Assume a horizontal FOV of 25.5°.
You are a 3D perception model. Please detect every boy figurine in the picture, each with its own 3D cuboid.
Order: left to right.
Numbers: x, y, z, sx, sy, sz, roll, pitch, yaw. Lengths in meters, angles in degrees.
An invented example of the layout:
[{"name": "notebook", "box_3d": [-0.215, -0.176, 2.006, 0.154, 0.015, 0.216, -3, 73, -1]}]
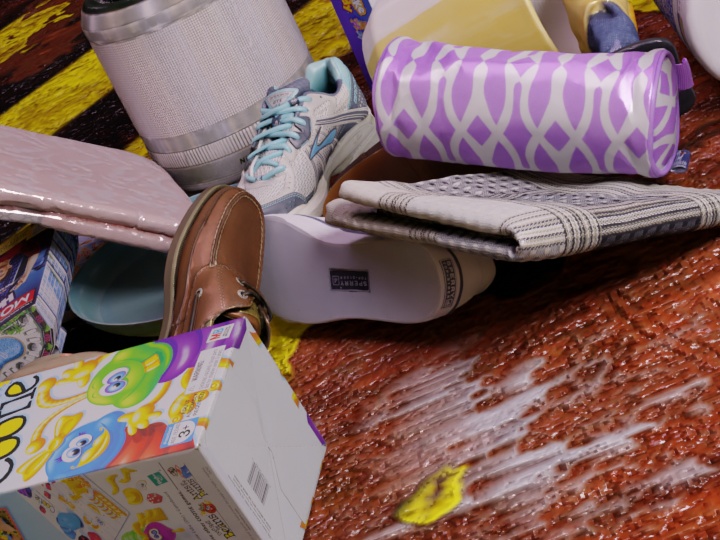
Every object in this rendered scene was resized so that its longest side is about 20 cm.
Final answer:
[{"name": "boy figurine", "box_3d": [0.178, -0.174, 1.114, 0.064, 0.124, 0.200, -23, 36, 14]}]

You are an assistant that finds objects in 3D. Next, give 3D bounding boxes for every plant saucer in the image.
[{"name": "plant saucer", "box_3d": [-0.120, -0.006, 1.182, 0.200, 0.027, 0.200, -17, 26, 8]}]

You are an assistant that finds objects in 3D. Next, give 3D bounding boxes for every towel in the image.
[{"name": "towel", "box_3d": [-0.216, -0.063, 1.188, 0.190, 0.032, 0.200, 11, 16, -24]}, {"name": "towel", "box_3d": [0.102, -0.042, 0.953, 0.192, 0.035, 0.200, -10, 13, -34]}]

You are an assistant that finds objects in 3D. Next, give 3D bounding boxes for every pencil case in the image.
[{"name": "pencil case", "box_3d": [0.107, -0.107, 1.003, 0.199, 0.084, 0.086, 7, 51, 21]}]

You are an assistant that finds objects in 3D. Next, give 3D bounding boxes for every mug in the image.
[{"name": "mug", "box_3d": [0.081, -0.173, 1.200, 0.153, 0.150, 0.187, -22, 17, 27]}]

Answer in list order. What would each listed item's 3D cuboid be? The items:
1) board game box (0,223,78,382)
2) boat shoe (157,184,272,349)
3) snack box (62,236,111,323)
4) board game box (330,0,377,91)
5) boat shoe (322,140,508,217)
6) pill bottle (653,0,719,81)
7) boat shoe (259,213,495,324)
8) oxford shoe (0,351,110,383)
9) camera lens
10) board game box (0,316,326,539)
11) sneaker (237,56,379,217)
[{"name": "board game box", "box_3d": [-0.284, 0.071, 1.133, 0.200, 0.062, 0.200, -33, 27, 15]}, {"name": "boat shoe", "box_3d": [-0.085, 0.034, 0.995, 0.068, 0.072, 0.201, -9, 58, 36]}, {"name": "snack box", "box_3d": [-0.223, -0.018, 1.322, 0.072, 0.024, 0.200, -18, 26, 11]}, {"name": "board game box", "box_3d": [0.029, -0.259, 1.339, 0.045, 0.200, 0.134, 2, 37, 45]}, {"name": "boat shoe", "box_3d": [0.063, -0.086, 1.104, 0.200, 0.071, 0.070, -26, 3, 19]}, {"name": "pill bottle", "box_3d": [0.264, -0.212, 1.116, 0.119, 0.120, 0.200, -23, 25, 7]}, {"name": "boat shoe", "box_3d": [0.000, 0.000, 1.035, 0.065, 0.074, 0.200, -12, 18, -44]}, {"name": "oxford shoe", "box_3d": [-0.189, 0.074, 0.989, 0.200, 0.070, 0.075, -24, 31, 51]}, {"name": "camera lens", "box_3d": [-0.125, -0.171, 1.316, 0.160, 0.200, 0.160, -21, 25, 10]}, {"name": "board game box", "box_3d": [-0.136, 0.116, 0.873, 0.199, 0.105, 0.103, -15, 34, 23]}, {"name": "sneaker", "box_3d": [-0.056, -0.091, 1.168, 0.077, 0.087, 0.200, -4, 29, 28]}]
